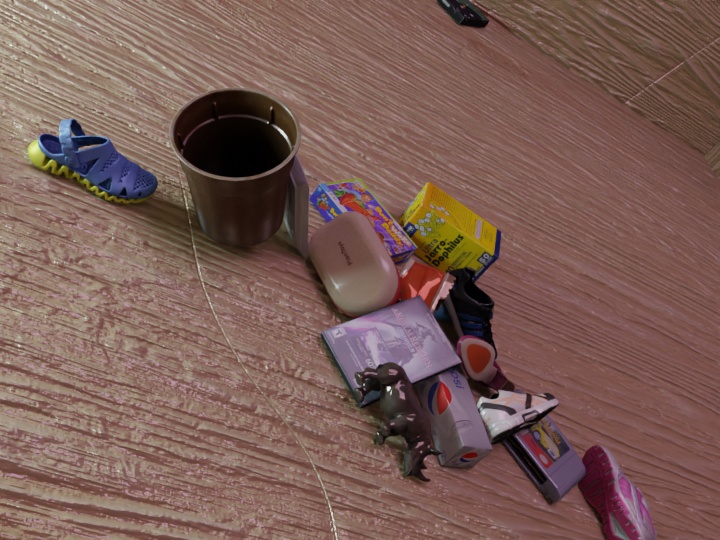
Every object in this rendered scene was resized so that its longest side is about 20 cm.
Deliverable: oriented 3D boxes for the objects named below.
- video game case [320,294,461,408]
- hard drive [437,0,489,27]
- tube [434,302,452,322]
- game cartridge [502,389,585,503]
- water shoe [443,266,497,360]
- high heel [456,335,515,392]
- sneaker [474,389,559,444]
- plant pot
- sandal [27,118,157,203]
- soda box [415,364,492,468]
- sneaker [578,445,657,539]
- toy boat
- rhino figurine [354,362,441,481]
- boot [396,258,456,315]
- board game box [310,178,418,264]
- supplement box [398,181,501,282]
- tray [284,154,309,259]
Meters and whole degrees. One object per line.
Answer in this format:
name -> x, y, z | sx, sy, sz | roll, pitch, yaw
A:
video game case -> 0.052, 0.131, 1.312 | 0.199, 0.019, 0.143 | -20, 64, -25
hard drive -> 0.390, -0.982, 2.971 | 0.140, 0.038, 0.200 | 51, 36, 16
tube -> 0.176, 0.073, 1.548 | 0.200, 0.050, 0.078 | 9, 59, -42
game cartridge -> 0.318, 0.310, 1.420 | 0.200, 0.041, 0.133 | 52, 32, 17
water shoe -> 0.221, 0.089, 1.494 | 0.200, 0.079, 0.071 | 60, 37, -9
high heel -> 0.202, 0.159, 1.408 | 0.096, 0.067, 0.200 | 38, -10, 47
sneaker -> 0.273, 0.236, 1.366 | 0.200, 0.074, 0.080 | -6, 52, -47
plant pot -> -0.196, -0.154, 1.273 | 0.199, 0.199, 0.201 | 3, 53, -3
sandal -> -0.410, -0.172, 1.230 | 0.199, 0.087, 0.080 | 22, 36, -28
soda box -> 0.149, 0.229, 1.324 | 0.068, 0.063, 0.200 | 15, 41, -32
sneaker -> 0.464, 0.412, 1.410 | 0.088, 0.081, 0.201 | 10, 52, -38
toy boat -> 0.000, 0.000, 1.418 | 0.200, 0.130, 0.131 | 62, 11, 29
rhino figurine -> 0.065, 0.235, 1.218 | 0.087, 0.060, 0.201 | -22, 82, -27
boot -> 0.085, 0.067, 1.416 | 0.107, 0.075, 0.200 | 31, 57, 2
board game box -> 0.007, -0.094, 1.576 | 0.200, 0.045, 0.134 | 51, 35, 16
supplement box -> 0.187, -0.074, 1.668 | 0.200, 0.109, 0.110 | 33, 34, -9
tray -> -0.115, -0.117, 1.376 | 0.022, 0.200, 0.108 | -14, 55, -15
